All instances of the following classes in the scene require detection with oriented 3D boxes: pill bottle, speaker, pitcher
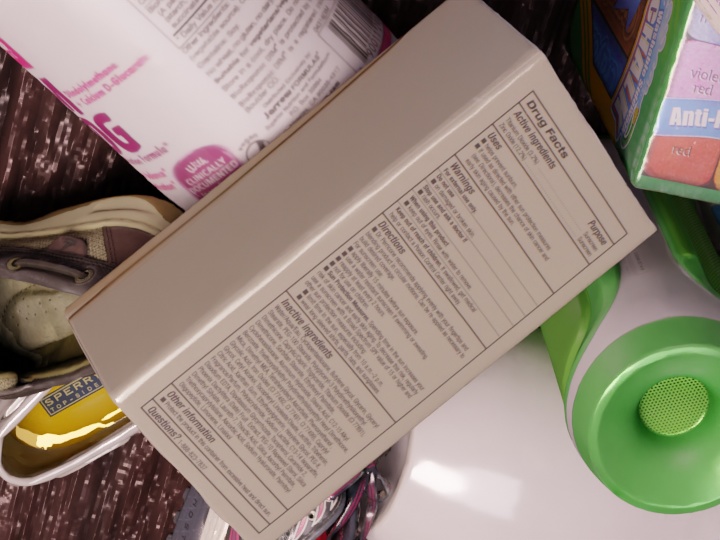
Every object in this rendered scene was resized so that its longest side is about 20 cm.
[{"bbox_3d":[-0.088,-0.115,0.864,0.113,0.114,0.200,-41,111,15],"label":"pill bottle"},{"bbox_3d":[0.113,0.015,0.892,0.088,0.200,0.089,-2,116,-3],"label":"speaker"},{"bbox_3d":[0.088,0.109,0.993,0.199,0.122,0.172,11,131,-21],"label":"pitcher"}]

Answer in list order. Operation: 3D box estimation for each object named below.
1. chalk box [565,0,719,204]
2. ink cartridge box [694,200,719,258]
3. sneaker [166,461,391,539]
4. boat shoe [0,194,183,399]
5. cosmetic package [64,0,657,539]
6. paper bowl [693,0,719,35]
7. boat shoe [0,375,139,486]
[{"bbox_3d":[0.167,-0.095,0.842,0.124,0.200,0.125,11,115,-9],"label":"chalk box"},{"bbox_3d":[0.251,-0.019,0.932,0.199,0.115,0.068,-12,116,2],"label":"ink cartridge box"},{"bbox_3d":[-0.017,0.068,0.918,0.080,0.075,0.201,1,108,-45],"label":"sneaker"},{"bbox_3d":[-0.154,0.020,0.914,0.200,0.066,0.072,-14,112,33],"label":"boat shoe"},{"bbox_3d":[0.000,0.000,0.827,0.200,0.073,0.104,-39,126,-2],"label":"cosmetic package"},{"bbox_3d":[0.182,-0.143,0.702,0.200,0.104,0.202,1,87,-17],"label":"paper bowl"},{"bbox_3d":[-0.083,0.032,0.950,0.201,0.086,0.075,-30,114,11],"label":"boat shoe"}]
